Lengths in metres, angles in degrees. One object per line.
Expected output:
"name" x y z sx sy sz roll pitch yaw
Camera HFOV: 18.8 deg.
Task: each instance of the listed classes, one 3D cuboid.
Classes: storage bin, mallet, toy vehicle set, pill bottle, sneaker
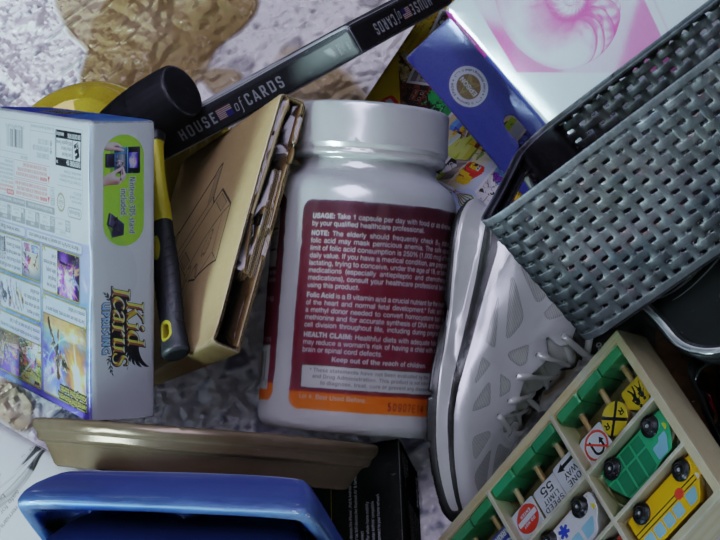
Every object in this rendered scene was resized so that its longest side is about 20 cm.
"storage bin" 0.178 -0.068 1.208 0.200 0.094 0.135 -36 10 27
"mallet" -0.132 -0.031 1.363 0.066 0.041 0.200 -23 58 35
"toy vehicle set" 0.123 0.148 1.234 0.200 0.026 0.124 -53 46 25
"pill bottle" 0.000 0.000 1.347 0.114 0.114 0.201 4 88 20
"sneaker" 0.107 0.058 1.316 0.115 0.076 0.201 4 83 17

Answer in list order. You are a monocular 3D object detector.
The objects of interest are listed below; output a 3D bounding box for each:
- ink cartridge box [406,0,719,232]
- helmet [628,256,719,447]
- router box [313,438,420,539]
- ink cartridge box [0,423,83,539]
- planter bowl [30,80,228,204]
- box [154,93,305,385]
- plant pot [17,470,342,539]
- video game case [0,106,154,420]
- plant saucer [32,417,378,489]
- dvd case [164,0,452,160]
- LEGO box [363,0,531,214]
"ink cartridge box" 0.150 -0.116 1.312 0.200 0.043 0.196 -43 86 25
"helmet" 0.269 0.032 1.242 0.190 0.200 0.200 -30 52 -4
"router box" -0.037 0.207 1.299 0.149 0.051 0.200 -11 53 12
"ink cartridge box" -0.226 0.179 1.331 0.200 0.084 0.145 23 70 43
"planter bowl" -0.189 -0.072 1.529 0.200 0.084 0.201 -9 52 12
"box" -0.096 -0.013 1.386 0.021 0.200 0.164 20 74 -18
"plant pot" -0.090 0.218 1.160 0.199 0.200 0.180 -1 55 19
"video game case" -0.184 -0.010 1.383 0.045 0.182 0.200 -2 7 -26
"plant saucer" -0.090 0.106 1.252 0.200 0.200 0.030 3 85 20
"dvd case" -0.050 -0.130 1.451 0.200 0.025 0.150 -26 7 31
"LEGO box" 0.090 -0.101 1.465 0.149 0.077 0.200 18 63 28
